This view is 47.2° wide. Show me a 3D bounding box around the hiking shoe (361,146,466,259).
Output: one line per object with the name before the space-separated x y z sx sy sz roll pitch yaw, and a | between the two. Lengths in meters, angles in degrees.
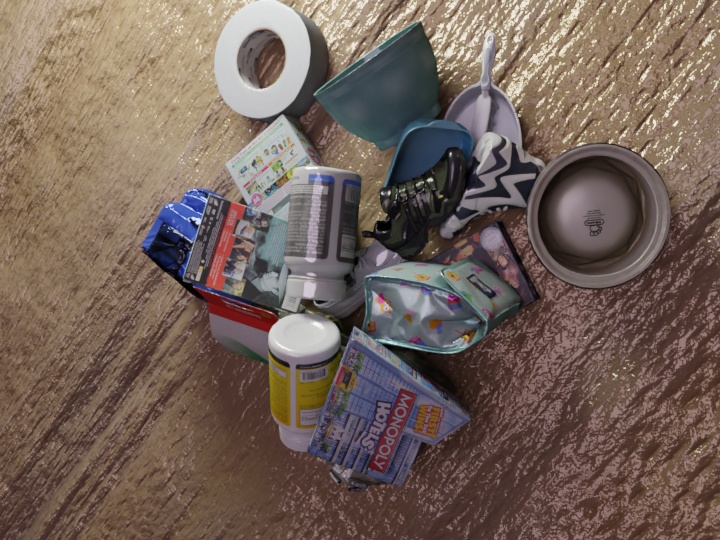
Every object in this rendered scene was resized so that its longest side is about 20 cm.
hiking shoe | 0.082 -0.106 1.241 0.201 0.099 0.076 -58 25 29

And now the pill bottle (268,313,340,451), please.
pill bottle | -0.087 0.178 1.286 0.111 0.112 0.203 18 124 24

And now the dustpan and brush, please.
dustpan and brush | 0.192 -0.259 1.271 0.138 0.057 0.203 12 96 25

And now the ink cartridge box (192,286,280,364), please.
ink cartridge box | -0.181 0.104 1.360 0.159 0.200 0.051 16 73 22

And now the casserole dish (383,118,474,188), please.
casserole dish | 0.099 -0.160 1.273 0.202 0.119 0.039 108 158 -43

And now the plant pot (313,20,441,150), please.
plant pot | 0.045 -0.275 1.287 0.199 0.201 0.135 -29 106 23

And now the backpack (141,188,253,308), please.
backpack | -0.252 -0.033 1.437 0.199 0.162 0.169 37 103 21

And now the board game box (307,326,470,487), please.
board game box | 0.046 0.212 1.176 0.197 0.062 0.203 20 104 -2

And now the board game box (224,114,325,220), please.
board game box | -0.125 -0.143 1.428 0.147 0.064 0.202 -35 78 21

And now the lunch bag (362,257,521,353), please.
lunch bag | 0.123 0.049 1.211 0.197 0.170 0.124 5 100 26

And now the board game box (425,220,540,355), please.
board game box | 0.165 0.030 1.304 0.199 0.034 0.137 -31 78 23

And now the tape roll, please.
tape roll | -0.157 -0.361 1.438 0.197 0.066 0.204 1 92 26

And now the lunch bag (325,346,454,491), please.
lunch bag | 0.037 0.235 1.297 0.139 0.167 0.202 36 106 21

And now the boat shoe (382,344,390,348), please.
boat shoe | -0.013 0.164 1.373 0.070 0.070 0.202 36 106 19

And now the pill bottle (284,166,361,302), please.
pill bottle | -0.061 -0.055 1.299 0.112 0.113 0.204 5 88 25

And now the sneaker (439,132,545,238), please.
sneaker | 0.208 -0.109 1.253 0.128 0.080 0.200 17 128 -12

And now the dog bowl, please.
dog bowl | 0.331 -0.080 1.172 0.197 0.074 0.204 1 99 6

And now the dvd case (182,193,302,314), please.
dvd case | -0.175 -0.025 1.350 0.197 0.022 0.148 17 93 -11

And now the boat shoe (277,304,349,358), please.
boat shoe | -0.068 0.098 1.375 0.200 0.072 0.061 17 64 45

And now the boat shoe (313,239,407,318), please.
boat shoe | 0.000 0.000 1.359 0.199 0.068 0.073 -38 55 25
